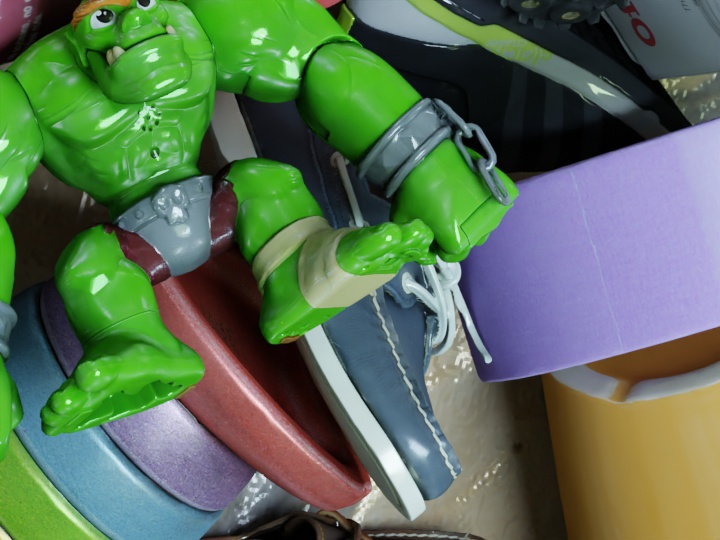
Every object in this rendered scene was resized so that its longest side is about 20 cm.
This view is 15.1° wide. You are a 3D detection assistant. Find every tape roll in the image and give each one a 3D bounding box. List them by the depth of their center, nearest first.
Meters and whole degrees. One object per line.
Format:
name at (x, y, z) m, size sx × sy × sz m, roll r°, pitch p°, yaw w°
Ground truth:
tape roll at (0.127, -0.021, 0.952) m, size 0.199 × 0.200 × 0.066 m, roll -17°, pitch 91°, yaw -30°

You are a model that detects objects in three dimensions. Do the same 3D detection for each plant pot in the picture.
plant pot at (0.160, 0.083, 1.103) m, size 0.200 × 0.200 × 0.184 m, roll -36°, pitch 121°, yaw -20°

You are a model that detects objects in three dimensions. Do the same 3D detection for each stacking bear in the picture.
stacking bear at (-0.113, 0.077, 0.932) m, size 0.200 × 0.122 × 0.114 m, roll -39°, pitch 124°, yaw 12°

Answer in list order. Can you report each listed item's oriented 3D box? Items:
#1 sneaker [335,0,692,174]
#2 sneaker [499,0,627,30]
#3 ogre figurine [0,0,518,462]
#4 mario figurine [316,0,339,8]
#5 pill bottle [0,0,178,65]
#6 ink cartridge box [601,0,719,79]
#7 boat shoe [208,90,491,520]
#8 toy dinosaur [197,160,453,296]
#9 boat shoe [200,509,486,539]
sneaker at (0.057, -0.069, 1.061) m, size 0.200 × 0.072 × 0.083 m, roll 31°, pitch 110°, yaw -38°
sneaker at (0.062, -0.162, 0.925) m, size 0.071 × 0.073 × 0.200 m, roll -11°, pitch 140°, yaw 7°
ogre figurine at (-0.063, -0.026, 0.832) m, size 0.199 × 0.120 × 0.098 m, roll -29°, pitch 166°, yaw -2°
mario figurine at (-0.020, -0.182, 0.957) m, size 0.123 × 0.106 × 0.201 m, roll 23°, pitch 82°, yaw -4°
pill bottle at (-0.151, -0.111, 0.847) m, size 0.199 × 0.114 × 0.115 m, roll -21°, pitch 120°, yaw -28°
ink cartridge box at (0.141, -0.154, 0.967) m, size 0.084 × 0.200 × 0.145 m, roll -39°, pitch 105°, yaw -19°
boat shoe at (0.000, 0.000, 0.917) m, size 0.062 × 0.200 × 0.075 m, roll -21°, pitch 131°, yaw -5°
toy dinosaur at (-0.042, 0.010, 1.026) m, size 0.199 × 0.058 × 0.102 m, roll -23°, pitch 136°, yaw -19°
boat shoe at (-0.022, 0.130, 1.066) m, size 0.199 × 0.070 × 0.071 m, roll -11°, pitch 118°, yaw -33°
